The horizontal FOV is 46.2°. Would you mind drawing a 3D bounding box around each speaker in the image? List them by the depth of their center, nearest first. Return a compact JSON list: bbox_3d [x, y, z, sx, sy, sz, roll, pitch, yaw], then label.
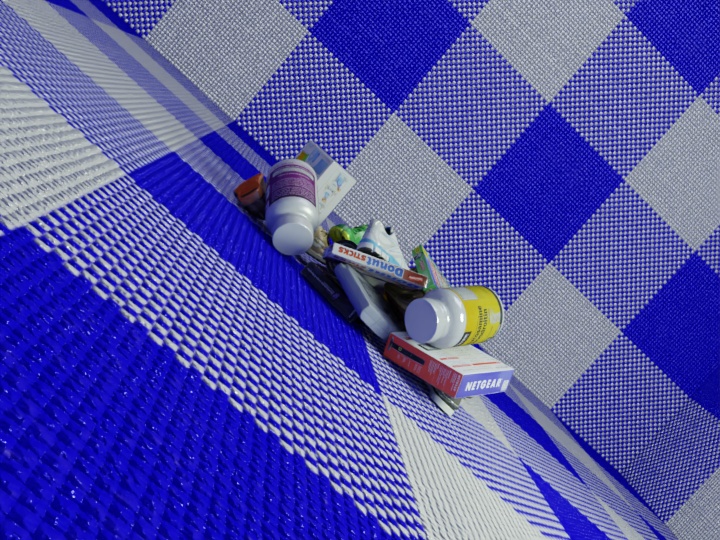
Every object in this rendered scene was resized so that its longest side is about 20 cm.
[{"bbox_3d":[0.000,0.000,1.759,0.081,0.081,0.200,45,5,25],"label":"speaker"}]

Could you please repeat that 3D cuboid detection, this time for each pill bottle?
[{"bbox_3d":[0.177,0.089,1.603,0.198,0.113,0.112,-3,39,-46],"label":"pill bottle"},{"bbox_3d":[-0.139,-0.127,1.716,0.112,0.112,0.202,39,28,-32],"label":"pill bottle"}]

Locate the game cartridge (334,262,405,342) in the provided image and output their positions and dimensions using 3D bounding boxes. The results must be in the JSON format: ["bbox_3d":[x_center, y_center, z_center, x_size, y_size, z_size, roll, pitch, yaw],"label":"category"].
[{"bbox_3d":[0.025,0.073,1.633,0.134,0.041,0.200,55,7,33],"label":"game cartridge"}]

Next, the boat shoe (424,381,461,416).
[{"bbox_3d":[0.167,0.225,1.684,0.072,0.060,0.202,41,6,-12],"label":"boat shoe"}]

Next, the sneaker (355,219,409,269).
[{"bbox_3d":[0.057,-0.039,1.681,0.074,0.088,0.200,7,-19,24],"label":"sneaker"}]

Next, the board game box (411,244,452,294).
[{"bbox_3d":[0.166,0.040,1.787,0.135,0.029,0.201,53,12,-23],"label":"board game box"}]

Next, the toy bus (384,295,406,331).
[{"bbox_3d":[0.071,0.092,1.848,0.200,0.064,0.079,-111,-170,-69],"label":"toy bus"}]

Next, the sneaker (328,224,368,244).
[{"bbox_3d":[-0.013,-0.074,1.871,0.074,0.084,0.200,43,1,17],"label":"sneaker"}]

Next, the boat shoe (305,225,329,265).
[{"bbox_3d":[-0.102,-0.068,1.807,0.199,0.067,0.074,33,-1,3],"label":"boat shoe"}]

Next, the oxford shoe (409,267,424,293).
[{"bbox_3d":[0.158,0.085,1.827,0.070,0.074,0.203,-28,100,-46],"label":"oxford shoe"}]

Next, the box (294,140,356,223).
[{"bbox_3d":[-0.126,-0.179,1.953,0.112,0.201,0.101,44,5,40],"label":"box"}]

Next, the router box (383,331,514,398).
[{"bbox_3d":[0.170,0.176,1.617,0.178,0.050,0.199,28,15,36],"label":"router box"}]

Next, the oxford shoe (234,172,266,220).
[{"bbox_3d":[-0.228,-0.158,1.841,0.073,0.071,0.200,58,7,-20],"label":"oxford shoe"}]

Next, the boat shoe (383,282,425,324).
[{"bbox_3d":[0.089,0.068,1.717,0.071,0.069,0.200,-2,15,-10],"label":"boat shoe"}]

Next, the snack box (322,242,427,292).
[{"bbox_3d":[0.028,-0.005,1.620,0.197,0.025,0.072,20,-14,-14],"label":"snack box"}]

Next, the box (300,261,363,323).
[{"bbox_3d":[-0.037,0.048,1.708,0.143,0.036,0.200,44,6,12],"label":"box"}]
